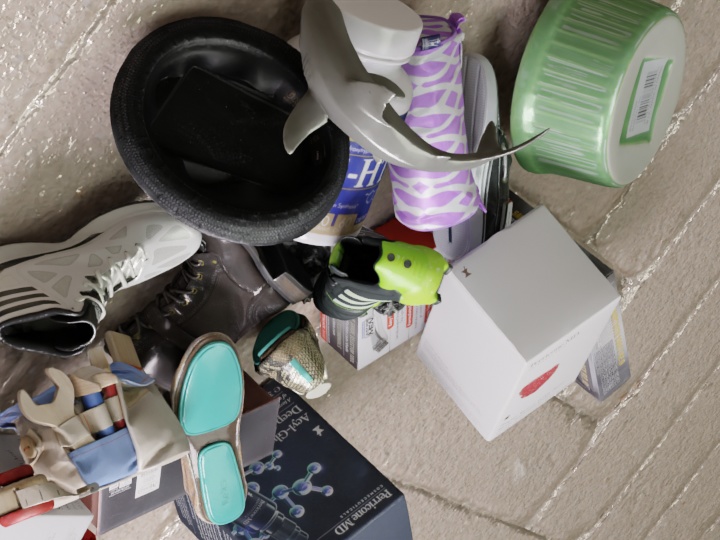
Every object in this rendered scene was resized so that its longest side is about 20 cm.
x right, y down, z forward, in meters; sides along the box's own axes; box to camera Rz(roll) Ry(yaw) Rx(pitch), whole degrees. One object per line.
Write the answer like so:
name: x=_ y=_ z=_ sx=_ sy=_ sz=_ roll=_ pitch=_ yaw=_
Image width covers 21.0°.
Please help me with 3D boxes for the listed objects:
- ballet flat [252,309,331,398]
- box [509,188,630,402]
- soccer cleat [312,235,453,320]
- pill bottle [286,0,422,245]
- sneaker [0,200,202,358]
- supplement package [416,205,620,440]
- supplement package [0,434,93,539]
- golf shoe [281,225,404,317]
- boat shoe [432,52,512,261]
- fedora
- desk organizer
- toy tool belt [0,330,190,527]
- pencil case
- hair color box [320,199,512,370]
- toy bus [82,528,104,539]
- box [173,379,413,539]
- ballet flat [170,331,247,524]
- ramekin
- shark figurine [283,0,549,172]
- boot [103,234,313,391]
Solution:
ballet flat: x=-0.059 y=0.083 z=1.760 sx=0.068 sy=0.075 sz=0.200 roll=-42 pitch=-175 yaw=-1
box: x=0.204 y=0.028 z=2.026 sx=0.048 sy=0.158 sz=0.200 roll=-39 pitch=145 yaw=-15
soccer cleat: x=0.000 y=0.000 z=1.645 sx=0.081 sy=0.200 sz=0.068 roll=24 pitch=74 yaw=-24
pill bottle: x=-0.023 y=-0.134 z=1.640 sx=0.119 sy=0.120 sz=0.201 roll=-7 pitch=128 yaw=-46
sneaker: x=-0.205 y=0.018 z=1.543 sx=0.200 sy=0.115 sz=0.076 roll=-18 pitch=132 yaw=-19
supplement package: x=0.147 y=0.053 z=1.855 sx=0.121 sy=0.120 sz=0.200 roll=-33 pitch=162 yaw=-20
supplement package: x=-0.346 y=0.212 z=1.600 sx=0.200 sy=0.121 sz=0.120 roll=10 pitch=115 yaw=-53
golf shoe: x=-0.048 y=-0.017 z=1.775 sx=0.199 sy=0.095 sz=0.078 roll=17 pitch=120 yaw=-28
boat shoe: x=0.107 y=-0.110 z=1.837 sx=0.071 sy=0.072 sz=0.201 roll=-17 pitch=118 yaw=-46
fedora: x=-0.112 y=-0.101 z=1.551 sx=0.200 sy=0.201 sz=0.092 roll=-30 pitch=177 yaw=-27
desk organizer: x=-0.177 y=0.157 z=1.782 sx=0.200 sy=0.077 sz=0.072 roll=-23 pitch=137 yaw=-34
toy tool belt: x=-0.239 y=0.125 z=1.592 sx=0.125 sy=0.123 sz=0.200 roll=-24 pitch=176 yaw=38
pencil case: x=0.061 y=-0.134 z=1.736 sx=0.085 sy=0.084 sz=0.201 roll=-18 pitch=124 yaw=-17
hair color box: x=0.055 y=-0.001 z=1.912 sx=0.200 sy=0.064 sz=0.111 roll=-32 pitch=144 yaw=-28
toy bus: x=-0.277 y=0.323 z=1.730 sx=0.192 sy=0.200 sz=0.136 roll=-48 pitch=148 yaw=-17
box: x=-0.070 y=0.228 z=1.865 sx=0.148 sy=0.200 sz=0.107 roll=-36 pitch=145 yaw=-21
ballet flat: x=-0.139 y=0.130 z=1.692 sx=0.068 sy=0.067 sz=0.201 roll=-12 pitch=122 yaw=-22
ramekin: x=0.233 y=-0.176 z=1.864 sx=0.200 sy=0.097 sz=0.201 roll=-43 pitch=144 yaw=-43
shark figurine: x=0.030 y=-0.122 z=1.516 sx=0.128 sy=0.214 sz=0.089 roll=-60 pitch=-171 yaw=-22
boot: x=-0.154 y=0.020 z=1.676 sx=0.174 sy=0.069 sz=0.200 roll=-38 pitch=124 yaw=12
